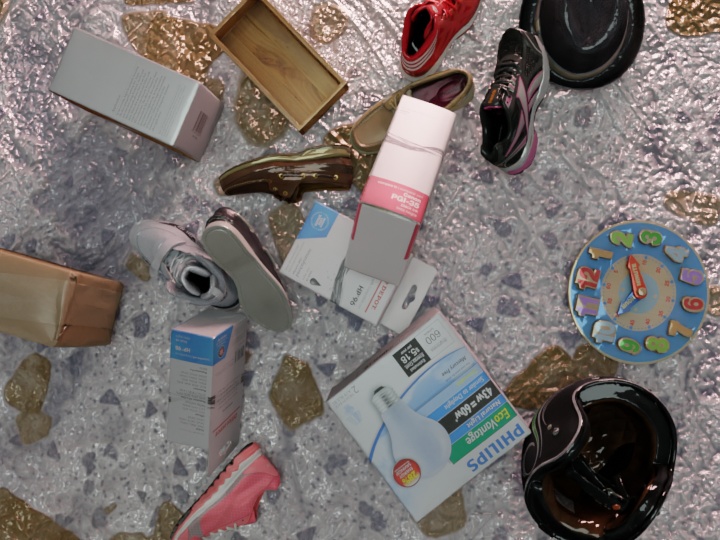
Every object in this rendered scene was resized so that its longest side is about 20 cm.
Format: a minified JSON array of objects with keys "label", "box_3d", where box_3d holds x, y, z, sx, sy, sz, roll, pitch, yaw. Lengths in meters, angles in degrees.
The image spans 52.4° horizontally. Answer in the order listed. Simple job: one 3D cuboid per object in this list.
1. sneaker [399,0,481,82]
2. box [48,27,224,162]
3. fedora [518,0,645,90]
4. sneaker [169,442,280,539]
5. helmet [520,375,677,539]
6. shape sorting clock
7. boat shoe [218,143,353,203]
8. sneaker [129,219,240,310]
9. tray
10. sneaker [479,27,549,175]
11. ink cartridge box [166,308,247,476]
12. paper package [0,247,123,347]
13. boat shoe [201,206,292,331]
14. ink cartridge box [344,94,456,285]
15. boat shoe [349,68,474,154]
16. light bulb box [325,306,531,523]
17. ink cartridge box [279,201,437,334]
[{"label":"sneaker","box_3d":[0.119,-0.367,1.025,0.078,0.116,0.202,25,90,5]},{"label":"box","box_3d":[-0.318,-0.249,1.056,0.198,0.124,0.098,25,91,6]},{"label":"fedora","box_3d":[0.315,-0.360,1.018,0.198,0.092,0.204,0,88,5]},{"label":"sneaker","box_3d":[-0.194,0.347,1.050,0.087,0.074,0.200,41,92,4]},{"label":"helmet","box_3d":[0.306,0.238,0.951,0.198,0.191,0.202,14,125,21]},{"label":"shape sorting clock","box_3d":[0.390,0.031,1.026,0.197,0.039,0.203,0,88,5]},{"label":"boat shoe","box_3d":[-0.106,-0.132,1.059,0.197,0.072,0.068,-10,85,2]},{"label":"sneaker","box_3d":[-0.258,-0.013,1.047,0.199,0.115,0.076,34,91,5]},{"label":"tray","box_3d":[-0.121,-0.309,1.085,0.099,0.037,0.200,-44,84,3]},{"label":"sneaker","box_3d":[0.207,-0.239,1.013,0.080,0.086,0.203,-1,87,43]},{"label":"ink cartridge box","box_3d":[-0.214,0.167,1.021,0.066,0.116,0.203,9,103,12]},{"label":"paper package","box_3d":[-0.461,0.035,1.025,0.197,0.191,0.105,15,85,5]},{"label":"boat shoe","box_3d":[-0.152,0.000,1.030,0.073,0.061,0.201,-22,122,21]},{"label":"ink cartridge box","box_3d":[0.053,-0.107,0.967,0.082,0.147,0.201,19,56,3]},{"label":"boat shoe","box_3d":[0.072,-0.235,1.049,0.199,0.066,0.075,-30,86,3]},{"label":"light bulb box","box_3d":[0.089,0.190,0.999,0.198,0.125,0.201,-39,89,2]},{"label":"ink cartridge box","box_3d":[0.000,0.000,1.047,0.198,0.068,0.117,28,91,5]}]
